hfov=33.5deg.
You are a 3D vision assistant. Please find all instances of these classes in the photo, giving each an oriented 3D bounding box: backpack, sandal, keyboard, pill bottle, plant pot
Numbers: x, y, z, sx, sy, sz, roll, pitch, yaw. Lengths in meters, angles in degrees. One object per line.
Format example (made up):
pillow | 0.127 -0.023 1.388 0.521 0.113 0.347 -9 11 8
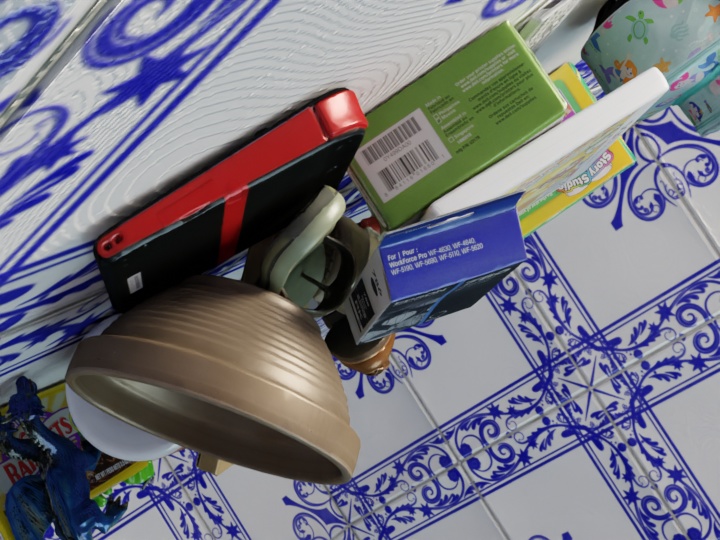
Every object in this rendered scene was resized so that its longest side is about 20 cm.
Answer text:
backpack | 0.280 -0.194 0.954 0.199 0.152 0.178 -29 177 5
sandal | -0.034 0.004 0.811 0.080 0.057 0.201 -54 179 -13
keyboard | 0.125 -0.167 0.930 0.056 0.011 0.200 -32 176 -16
pill bottle | -0.167 0.096 0.980 0.112 0.114 0.200 -33 175 -5
plant pot | -0.086 0.065 0.793 0.201 0.199 0.094 135 -24 -70

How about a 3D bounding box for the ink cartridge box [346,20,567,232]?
ink cartridge box | 0.067 -0.089 0.890 0.147 0.076 0.200 -34 174 2

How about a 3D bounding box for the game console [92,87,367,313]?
game console | -0.083 -0.038 0.740 0.176 0.031 0.200 -29 174 -12

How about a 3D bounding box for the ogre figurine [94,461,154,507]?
ogre figurine | -0.293 0.191 1.186 0.198 0.099 0.120 -26 -173 10

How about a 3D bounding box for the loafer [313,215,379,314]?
loafer | 0.000 0.000 0.995 0.200 0.067 0.077 93 9 -85

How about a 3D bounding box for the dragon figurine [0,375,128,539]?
dragon figurine | -0.232 0.181 0.917 0.058 0.202 0.099 -20 173 20

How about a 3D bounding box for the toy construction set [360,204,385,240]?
toy construction set | 0.086 -0.089 1.046 0.199 0.093 0.131 -30 -168 -21

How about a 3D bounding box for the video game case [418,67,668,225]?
video game case | 0.117 -0.062 0.889 0.199 0.023 0.182 -32 172 -15

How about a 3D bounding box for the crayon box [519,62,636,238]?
crayon box | 0.163 -0.102 1.205 0.199 0.119 0.058 -34 175 13

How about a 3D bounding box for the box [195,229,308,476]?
box | -0.073 0.048 0.955 0.163 0.021 0.202 -19 124 -76

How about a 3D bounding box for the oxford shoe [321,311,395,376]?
oxford shoe | 0.008 0.069 1.120 0.071 0.072 0.200 -27 -171 0

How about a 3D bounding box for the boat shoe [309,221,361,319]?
boat shoe | -0.022 -0.010 1.177 0.198 0.074 0.068 -29 -168 7

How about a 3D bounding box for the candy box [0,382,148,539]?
candy box | -0.262 0.155 1.005 0.026 0.103 0.200 -35 176 23

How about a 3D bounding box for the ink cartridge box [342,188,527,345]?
ink cartridge box | 0.049 0.003 0.812 0.098 0.040 0.200 -17 168 -11
